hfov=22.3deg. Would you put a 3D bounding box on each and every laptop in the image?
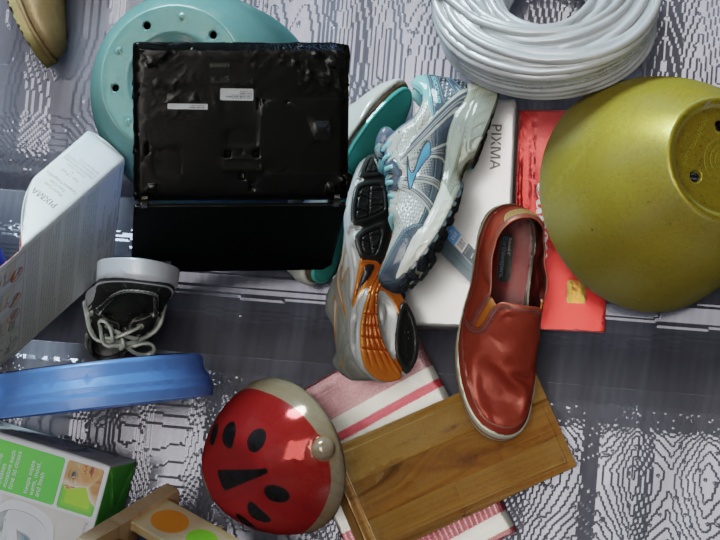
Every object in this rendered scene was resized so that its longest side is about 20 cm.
[{"bbox_3d":[-0.103,-0.090,1.512,0.175,0.103,0.202,-1,100,-9],"label":"laptop"}]

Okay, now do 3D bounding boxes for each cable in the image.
[{"bbox_3d":[0.158,-0.229,1.556,0.198,0.070,0.201,-23,54,-11],"label":"cable"}]

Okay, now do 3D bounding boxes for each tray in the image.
[{"bbox_3d":[0.076,0.162,1.555,0.199,0.037,0.099,-22,82,-16],"label":"tray"}]

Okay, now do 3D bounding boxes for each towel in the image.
[{"bbox_3d":[0.031,0.173,1.606,0.143,0.023,0.201,-28,83,3],"label":"towel"}]

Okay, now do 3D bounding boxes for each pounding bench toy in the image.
[{"bbox_3d":[-0.166,0.312,1.548,0.155,0.124,0.202,24,119,27],"label":"pounding bench toy"}]

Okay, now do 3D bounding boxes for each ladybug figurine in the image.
[{"bbox_3d":[-0.079,0.162,1.537,0.071,0.200,0.137,-19,85,-29],"label":"ladybug figurine"}]

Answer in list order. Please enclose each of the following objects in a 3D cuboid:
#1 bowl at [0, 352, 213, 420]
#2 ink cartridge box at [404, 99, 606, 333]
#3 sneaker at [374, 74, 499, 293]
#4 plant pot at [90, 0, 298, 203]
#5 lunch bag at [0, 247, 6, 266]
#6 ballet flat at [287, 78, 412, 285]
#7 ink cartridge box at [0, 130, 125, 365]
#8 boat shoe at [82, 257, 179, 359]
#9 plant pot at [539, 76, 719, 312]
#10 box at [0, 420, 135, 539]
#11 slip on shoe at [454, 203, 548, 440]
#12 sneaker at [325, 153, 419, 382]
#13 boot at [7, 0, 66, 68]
[{"bbox_3d":[-0.226,0.099,1.559,0.199,0.201,0.040,-7,86,8],"label":"bowl"},{"bbox_3d":[0.130,-0.048,1.598,0.174,0.045,0.202,2,86,10],"label":"ink cartridge box"},{"bbox_3d":[0.046,-0.076,1.544,0.086,0.078,0.201,21,70,6],"label":"sneaker"},{"bbox_3d":[-0.146,-0.152,1.589,0.198,0.161,0.203,-1,86,9],"label":"plant pot"},{"bbox_3d":[-0.415,-0.014,1.597,0.168,0.128,0.201,-12,121,5],"label":"lunch bag"},{"bbox_3d":[-0.024,-0.087,1.619,0.069,0.069,0.201,25,90,10],"label":"ballet flat"},{"bbox_3d":[-0.284,-0.004,1.544,0.047,0.161,0.200,36,55,14],"label":"ink cartridge box"},{"bbox_3d":[-0.204,0.037,1.564,0.073,0.199,0.069,9,74,-21],"label":"boat shoe"},{"bbox_3d":[0.264,-0.075,1.493,0.198,0.142,0.202,3,80,-16],"label":"plant pot"},{"bbox_3d":[-0.315,0.242,1.615,0.175,0.097,0.202,16,89,7],"label":"box"},{"bbox_3d":[0.123,0.042,1.537,0.073,0.061,0.202,7,86,-14],"label":"slip on shoe"},{"bbox_3d":[0.000,0.000,1.581,0.075,0.092,0.202,11,75,-30],"label":"sneaker"},{"bbox_3d":[-0.235,-0.302,1.665,0.198,0.066,0.177,-22,83,5],"label":"boot"}]
